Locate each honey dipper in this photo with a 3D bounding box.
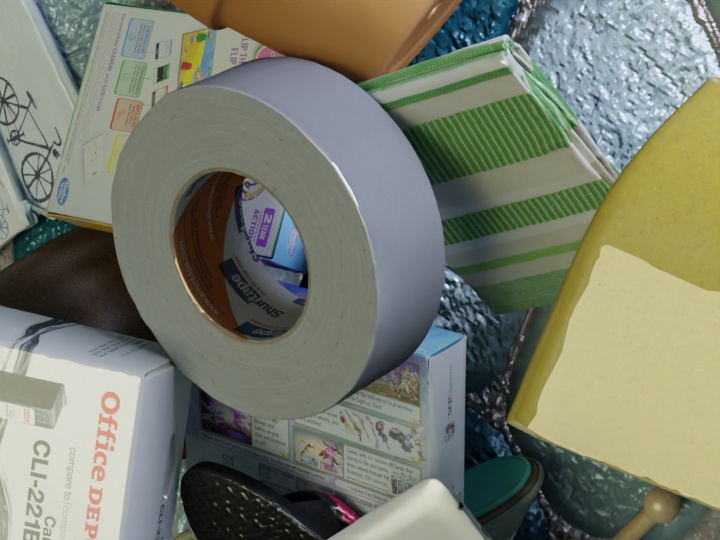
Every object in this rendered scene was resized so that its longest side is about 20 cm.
[{"bbox_3d":[0.132,0.196,1.271,0.038,0.038,0.200,49,125,16],"label":"honey dipper"}]

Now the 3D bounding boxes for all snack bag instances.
[{"bbox_3d":[-0.279,-0.116,1.511,0.200,0.021,0.190,-31,82,38],"label":"snack bag"}]

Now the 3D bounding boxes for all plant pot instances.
[{"bbox_3d":[0.221,0.009,1.056,0.193,0.195,0.201,21,101,25],"label":"plant pot"},{"bbox_3d":[-0.005,-0.196,1.184,0.140,0.200,0.200,40,125,3],"label":"plant pot"},{"bbox_3d":[-0.210,0.067,1.394,0.186,0.200,0.188,10,108,34],"label":"plant pot"}]

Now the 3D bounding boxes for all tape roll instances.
[{"bbox_3d":[-0.050,-0.018,1.168,0.199,0.066,0.202,17,118,33],"label":"tape roll"}]

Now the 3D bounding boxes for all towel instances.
[{"bbox_3d":[0.083,-0.050,1.176,0.152,0.024,0.200,-14,135,39],"label":"towel"}]

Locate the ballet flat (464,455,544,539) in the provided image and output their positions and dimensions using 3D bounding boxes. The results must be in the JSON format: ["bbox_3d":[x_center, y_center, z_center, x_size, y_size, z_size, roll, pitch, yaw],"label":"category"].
[{"bbox_3d":[0.056,0.172,1.317,0.199,0.068,0.064,-25,114,40],"label":"ballet flat"}]

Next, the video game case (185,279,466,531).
[{"bbox_3d":[-0.025,0.105,1.275,0.199,0.045,0.183,16,119,34],"label":"video game case"}]

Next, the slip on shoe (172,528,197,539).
[{"bbox_3d":[-0.088,0.275,1.450,0.201,0.074,0.061,66,164,-4],"label":"slip on shoe"}]

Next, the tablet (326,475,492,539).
[{"bbox_3d":[0.011,0.216,1.212,0.200,0.014,0.130,-35,96,27],"label":"tablet"}]

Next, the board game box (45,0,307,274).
[{"bbox_3d":[-0.104,-0.090,1.335,0.199,0.040,0.154,12,85,35],"label":"board game box"}]

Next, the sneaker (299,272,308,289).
[{"bbox_3d":[0.000,0.000,1.312,0.071,0.083,0.200,14,137,-12],"label":"sneaker"}]

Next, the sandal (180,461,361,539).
[{"bbox_3d":[-0.020,0.171,1.247,0.199,0.045,0.075,23,128,14],"label":"sandal"}]

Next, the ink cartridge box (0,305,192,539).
[{"bbox_3d":[-0.214,0.104,1.242,0.199,0.084,0.145,11,101,13],"label":"ink cartridge box"}]
